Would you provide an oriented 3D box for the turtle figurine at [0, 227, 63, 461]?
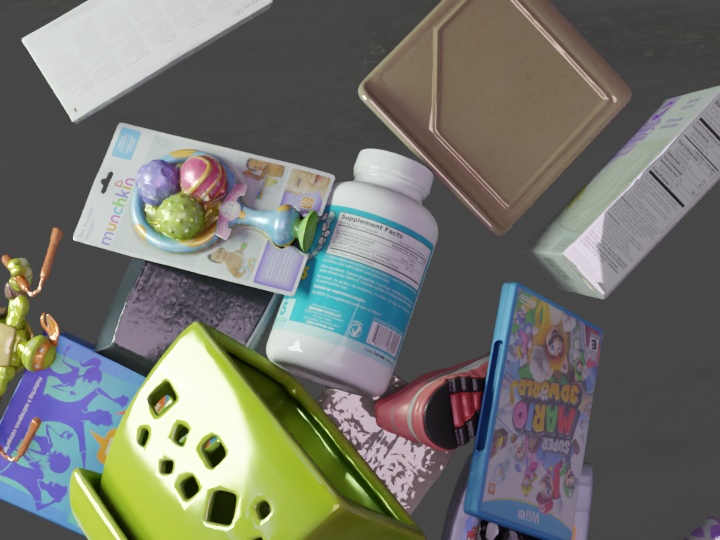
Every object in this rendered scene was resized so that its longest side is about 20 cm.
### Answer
[{"bbox_3d":[-0.315,0.047,1.125,0.161,0.064,0.200,15,100,15],"label":"turtle figurine"}]

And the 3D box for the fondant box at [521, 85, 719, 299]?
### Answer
[{"bbox_3d":[0.242,-0.067,1.170,0.200,0.144,0.058,-45,96,-3],"label":"fondant box"}]

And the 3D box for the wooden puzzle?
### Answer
[{"bbox_3d":[0.121,-0.159,1.198,0.185,0.037,0.200,45,76,-8],"label":"wooden puzzle"}]

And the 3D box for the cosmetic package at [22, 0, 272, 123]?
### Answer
[{"bbox_3d":[-0.182,-0.212,1.153,0.200,0.051,0.083,-31,95,-5],"label":"cosmetic package"}]

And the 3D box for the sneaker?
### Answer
[{"bbox_3d":[0.091,0.104,1.178,0.200,0.087,0.074,-11,97,-46],"label":"sneaker"}]

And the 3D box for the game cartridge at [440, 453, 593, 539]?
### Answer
[{"bbox_3d":[0.139,0.272,1.231,0.133,0.042,0.200,5,93,-12],"label":"game cartridge"}]

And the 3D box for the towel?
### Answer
[{"bbox_3d":[-0.010,0.184,1.207,0.132,0.034,0.200,38,87,-6],"label":"towel"}]

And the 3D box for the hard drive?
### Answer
[{"bbox_3d":[-0.130,0.007,1.159,0.135,0.042,0.200,28,76,-8],"label":"hard drive"}]

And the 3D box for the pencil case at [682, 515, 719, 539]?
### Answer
[{"bbox_3d":[0.293,0.319,1.234,0.200,0.084,0.086,-45,137,-2],"label":"pencil case"}]

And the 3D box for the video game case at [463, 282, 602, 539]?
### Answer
[{"bbox_3d":[0.154,0.127,1.167,0.143,0.018,0.200,27,69,-44],"label":"video game case"}]

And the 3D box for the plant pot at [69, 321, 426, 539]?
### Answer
[{"bbox_3d":[-0.096,0.188,1.046,0.181,0.200,0.199,-45,62,3],"label":"plant pot"}]

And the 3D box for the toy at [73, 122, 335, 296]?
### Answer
[{"bbox_3d":[-0.133,-0.060,1.115,0.200,0.047,0.115,15,70,8],"label":"toy"}]

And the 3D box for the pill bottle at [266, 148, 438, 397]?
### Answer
[{"bbox_3d":[0.000,0.000,1.151,0.111,0.111,0.200,21,78,-8],"label":"pill bottle"}]

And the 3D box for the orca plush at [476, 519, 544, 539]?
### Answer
[{"bbox_3d":[0.138,0.303,1.179,0.105,0.071,0.200,8,92,-8],"label":"orca plush"}]

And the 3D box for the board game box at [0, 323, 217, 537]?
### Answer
[{"bbox_3d":[-0.215,0.157,1.172,0.200,0.045,0.152,25,89,-9],"label":"board game box"}]
